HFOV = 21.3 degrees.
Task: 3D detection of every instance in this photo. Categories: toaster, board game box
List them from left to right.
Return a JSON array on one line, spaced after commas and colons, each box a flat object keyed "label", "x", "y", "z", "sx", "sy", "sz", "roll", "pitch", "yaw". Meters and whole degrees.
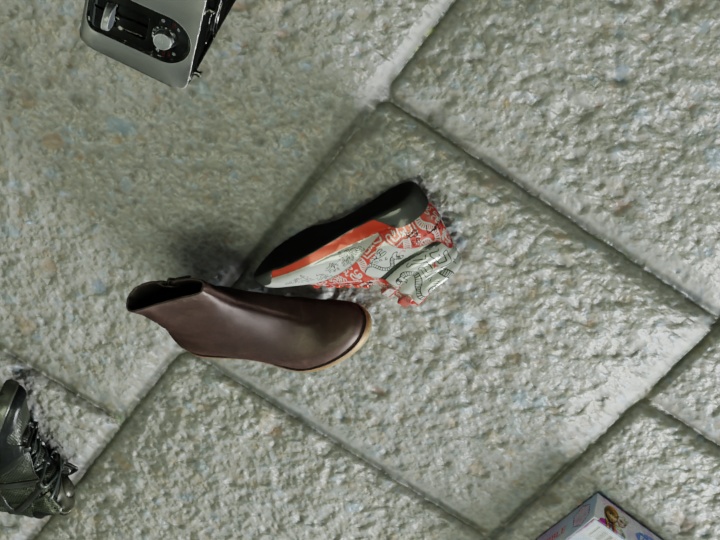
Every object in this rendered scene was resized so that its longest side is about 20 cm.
[{"label": "toaster", "x": -0.148, "y": -0.287, "z": 1.617, "sx": 0.118, "sy": 0.200, "sz": 0.181, "roll": 21, "pitch": 136, "yaw": 1}, {"label": "board game box", "x": 0.263, "y": 0.355, "z": 2.070, "sx": 0.200, "sy": 0.041, "sz": 0.199, "roll": 37, "pitch": 126, "yaw": -14}]

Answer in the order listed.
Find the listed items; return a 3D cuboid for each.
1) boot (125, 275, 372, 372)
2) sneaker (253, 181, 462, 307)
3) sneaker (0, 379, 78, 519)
[{"label": "boot", "x": -0.108, "y": 0.047, "z": 1.876, "sx": 0.200, "sy": 0.073, "sz": 0.166, "roll": -8, "pitch": 158, "yaw": 28}, {"label": "sneaker", "x": 0.000, "y": 0.000, "z": 1.858, "sx": 0.201, "sy": 0.067, "sz": 0.108, "roll": -26, "pitch": 114, "yaw": 26}, {"label": "sneaker", "x": -0.358, "y": 0.200, "z": 2.097, "sx": 0.114, "sy": 0.076, "sz": 0.200, "roll": 15, "pitch": 131, "yaw": 1}]
